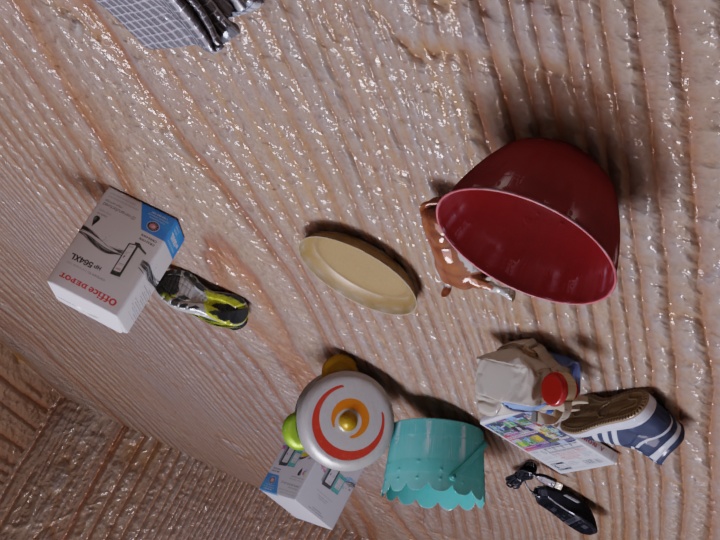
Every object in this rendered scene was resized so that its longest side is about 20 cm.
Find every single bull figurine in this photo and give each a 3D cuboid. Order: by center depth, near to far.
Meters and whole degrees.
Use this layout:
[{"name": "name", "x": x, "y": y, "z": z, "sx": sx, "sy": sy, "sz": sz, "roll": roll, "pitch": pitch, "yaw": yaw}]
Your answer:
[{"name": "bull figurine", "x": 0.134, "y": -0.019, "z": 1.344, "sx": 0.120, "sy": 0.066, "sz": 0.200, "roll": 12, "pitch": 155, "yaw": 28}]

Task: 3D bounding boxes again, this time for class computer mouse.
[{"name": "computer mouse", "x": 0.379, "y": 0.424, "z": 2.052, "sx": 0.199, "sy": 0.046, "sz": 0.141, "roll": 32, "pitch": 154, "yaw": 8}]

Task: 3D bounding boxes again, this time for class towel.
[{"name": "towel", "x": -0.222, "y": -0.309, "z": 1.117, "sx": 0.165, "sy": 0.086, "sz": 0.200, "roll": 6, "pitch": 149, "yaw": 47}]

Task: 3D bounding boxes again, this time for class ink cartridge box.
[{"name": "ink cartridge box", "x": -0.416, "y": -0.017, "z": 1.843, "sx": 0.145, "sy": 0.201, "sz": 0.085, "roll": 25, "pitch": 158, "yaw": 9}, {"name": "ink cartridge box", "x": -0.105, "y": 0.474, "z": 2.541, "sx": 0.146, "sy": 0.201, "sz": 0.146, "roll": 2, "pitch": 145, "yaw": 49}]

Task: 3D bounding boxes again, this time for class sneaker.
[{"name": "sneaker", "x": 0.385, "y": 0.234, "z": 1.580, "sx": 0.108, "sy": 0.071, "sz": 0.200, "roll": 37, "pitch": 154, "yaw": -15}, {"name": "sneaker", "x": -0.303, "y": 0.067, "z": 2.061, "sx": 0.198, "sy": 0.075, "sz": 0.085, "roll": 25, "pitch": 159, "yaw": 11}]

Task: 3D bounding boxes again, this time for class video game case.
[{"name": "video game case", "x": 0.318, "y": 0.286, "z": 1.845, "sx": 0.181, "sy": 0.023, "sz": 0.200, "roll": 32, "pitch": 159, "yaw": -7}]

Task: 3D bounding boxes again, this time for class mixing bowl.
[{"name": "mixing bowl", "x": 0.189, "y": -0.064, "z": 1.114, "sx": 0.198, "sy": 0.109, "sz": 0.201, "roll": 25, "pitch": 158, "yaw": 11}]

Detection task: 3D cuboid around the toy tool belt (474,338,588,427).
[{"name": "toy tool belt", "x": 0.263, "y": 0.161, "z": 1.545, "sx": 0.122, "sy": 0.127, "sz": 0.199, "roll": 5, "pitch": 177, "yaw": -34}]

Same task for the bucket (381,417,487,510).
[{"name": "bucket", "x": 0.141, "y": 0.361, "z": 2.006, "sx": 0.204, "sy": 0.136, "sz": 0.208, "roll": 6, "pitch": 160, "yaw": 2}]

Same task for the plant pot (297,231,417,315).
[{"name": "plant pot", "x": 0.000, "y": 0.000, "z": 1.603, "sx": 0.198, "sy": 0.028, "sz": 0.201, "roll": 26, "pitch": 158, "yaw": 11}]

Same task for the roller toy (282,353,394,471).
[{"name": "roller toy", "x": -0.029, "y": 0.277, "z": 2.017, "sx": 0.182, "sy": 0.201, "sz": 0.140, "roll": 34, "pitch": 171, "yaw": -5}]
